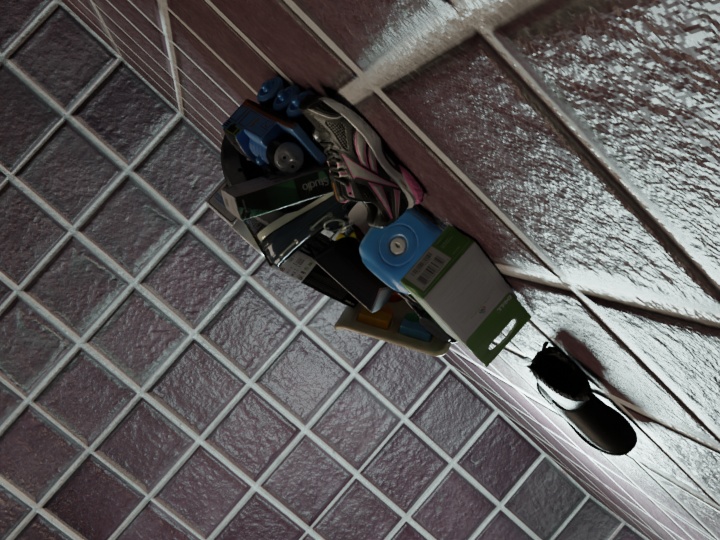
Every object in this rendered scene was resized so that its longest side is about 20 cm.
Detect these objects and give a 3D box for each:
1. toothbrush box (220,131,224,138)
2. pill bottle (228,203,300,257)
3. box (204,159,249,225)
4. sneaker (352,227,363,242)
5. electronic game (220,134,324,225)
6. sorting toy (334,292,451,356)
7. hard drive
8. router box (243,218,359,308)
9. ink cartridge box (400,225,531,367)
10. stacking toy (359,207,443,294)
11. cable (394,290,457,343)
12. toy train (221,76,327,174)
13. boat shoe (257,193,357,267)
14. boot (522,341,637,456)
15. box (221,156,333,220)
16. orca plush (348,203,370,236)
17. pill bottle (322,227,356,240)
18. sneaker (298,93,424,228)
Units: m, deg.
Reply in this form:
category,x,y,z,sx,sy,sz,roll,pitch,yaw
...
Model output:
category,x,y,z,sx,sy,sz,roll,pitch,yaw
toothbrush box,-0.164,-0.208,1.570,0.200,0.086,0.146,43,-177,-34
pill bottle,-0.140,-0.127,1.452,0.120,0.200,0.120,42,176,3
box,-0.173,-0.169,1.341,0.060,0.200,0.117,41,174,-9
sneaker,0.000,-0.107,1.381,0.200,0.076,0.092,40,-162,-12
electronic game,-0.122,-0.154,1.224,0.200,0.200,0.042,43,140,-15
sorting toy,0.074,0.068,1.389,0.199,0.037,0.185,12,-149,13
hard drive,0.000,0.000,1.296,0.135,0.042,0.200,42,-168,3
router box,-0.090,-0.028,1.344,0.200,0.051,0.149,29,-163,-42
ink cartridge box,0.150,0.040,1.116,0.059,0.104,0.200,38,175,48
stacking toy,0.094,-0.021,1.205,0.116,0.110,0.200,41,-169,25
cable,0.105,0.018,1.305,0.200,0.051,0.164,39,-146,-31
toy train,-0.107,-0.189,1.086,0.087,0.114,0.200,44,176,-36
boat shoe,-0.051,-0.074,1.143,0.062,0.199,0.075,60,-179,3
boot,0.344,0.202,1.246,0.198,0.073,0.163,41,173,26
box,-0.083,-0.119,1.089,0.144,0.199,0.037,-148,39,-71
orca plush,0.019,-0.110,1.276,0.105,0.071,0.200,-14,148,27
pill bottle,0.007,-0.039,1.598,0.200,0.112,0.112,39,175,35
sneaker,-0.009,-0.128,0.989,0.200,0.086,0.080,44,174,-20
